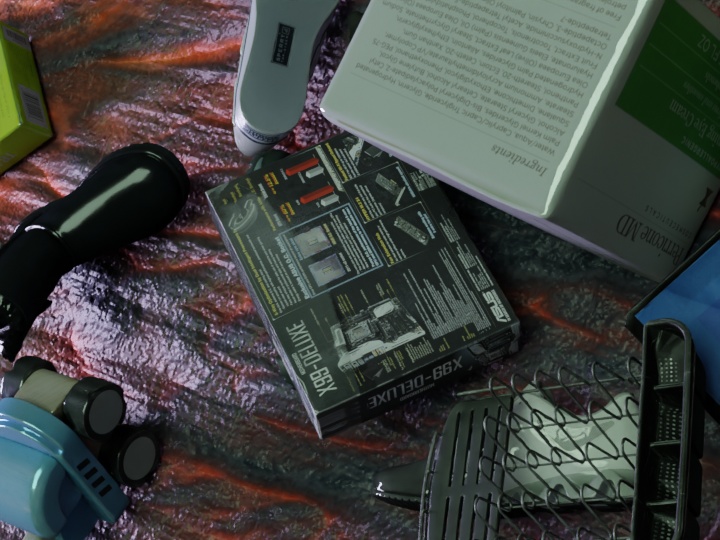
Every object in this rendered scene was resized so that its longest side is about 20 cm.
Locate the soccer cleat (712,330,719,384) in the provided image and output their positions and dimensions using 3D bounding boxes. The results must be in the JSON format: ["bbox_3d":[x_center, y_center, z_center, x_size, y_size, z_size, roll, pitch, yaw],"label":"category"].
[{"bbox_3d":[0.270,-0.006,1.037,0.086,0.070,0.200,-113,44,-68],"label":"soccer cleat"}]

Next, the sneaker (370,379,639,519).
[{"bbox_3d":[0.102,0.122,1.106,0.199,0.074,0.089,-7,73,22],"label":"sneaker"}]

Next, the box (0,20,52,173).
[{"bbox_3d":[-0.380,-0.127,1.511,0.200,0.048,0.122,-31,61,24],"label":"box"}]

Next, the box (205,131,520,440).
[{"bbox_3d":[0.000,0.000,1.166,0.157,0.050,0.200,-25,64,-9],"label":"box"}]

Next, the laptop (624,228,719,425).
[{"bbox_3d":[0.279,0.037,0.938,0.177,0.200,0.103,46,70,-1],"label":"laptop"}]

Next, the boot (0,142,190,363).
[{"bbox_3d":[-0.240,-0.008,1.315,0.200,0.076,0.168,-24,24,32],"label":"boot"}]

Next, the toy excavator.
[{"bbox_3d":[-0.251,0.198,1.292,0.100,0.195,0.200,15,58,36],"label":"toy excavator"}]

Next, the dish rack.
[{"bbox_3d":[0.117,0.121,0.995,0.200,0.055,0.154,-12,53,33],"label":"dish rack"}]

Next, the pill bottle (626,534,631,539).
[{"bbox_3d":[0.147,0.257,1.005,0.200,0.120,0.120,-51,56,11],"label":"pill bottle"}]

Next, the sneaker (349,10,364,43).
[{"bbox_3d":[0.064,-0.220,1.225,0.200,0.076,0.091,-38,53,17],"label":"sneaker"}]

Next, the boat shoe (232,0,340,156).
[{"bbox_3d":[-0.065,-0.185,1.301,0.065,0.073,0.200,135,156,-63],"label":"boat shoe"}]

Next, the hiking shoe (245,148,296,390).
[{"bbox_3d":[-0.031,-0.005,1.239,0.086,0.074,0.201,-17,70,10],"label":"hiking shoe"}]

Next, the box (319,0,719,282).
[{"bbox_3d":[0.126,-0.119,1.074,0.200,0.199,0.172,29,95,36],"label":"box"}]
